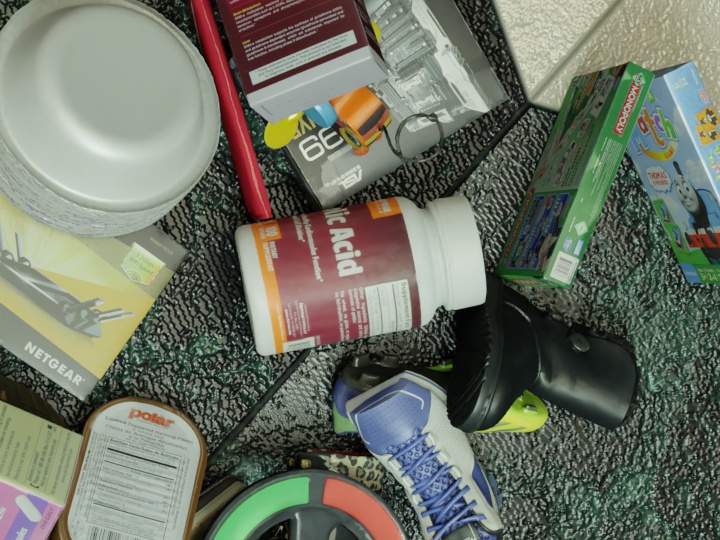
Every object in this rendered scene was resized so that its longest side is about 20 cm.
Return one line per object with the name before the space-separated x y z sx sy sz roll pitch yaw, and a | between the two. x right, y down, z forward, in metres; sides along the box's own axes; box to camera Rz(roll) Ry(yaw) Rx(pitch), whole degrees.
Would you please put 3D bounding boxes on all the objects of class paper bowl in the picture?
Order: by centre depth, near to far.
paper bowl | -0.210 -0.136 1.444 0.201 0.104 0.201 10 66 -24

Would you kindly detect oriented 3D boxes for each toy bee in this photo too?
toy bee | -0.022 -0.137 1.483 0.131 0.109 0.200 -27 71 -4

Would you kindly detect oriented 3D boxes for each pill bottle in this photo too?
pill bottle | 0.000 0.000 1.510 0.200 0.114 0.114 -11 93 -5

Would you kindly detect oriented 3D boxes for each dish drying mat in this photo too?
dish drying mat | -0.113 -0.140 1.513 0.018 0.077 0.200 -16 94 -8

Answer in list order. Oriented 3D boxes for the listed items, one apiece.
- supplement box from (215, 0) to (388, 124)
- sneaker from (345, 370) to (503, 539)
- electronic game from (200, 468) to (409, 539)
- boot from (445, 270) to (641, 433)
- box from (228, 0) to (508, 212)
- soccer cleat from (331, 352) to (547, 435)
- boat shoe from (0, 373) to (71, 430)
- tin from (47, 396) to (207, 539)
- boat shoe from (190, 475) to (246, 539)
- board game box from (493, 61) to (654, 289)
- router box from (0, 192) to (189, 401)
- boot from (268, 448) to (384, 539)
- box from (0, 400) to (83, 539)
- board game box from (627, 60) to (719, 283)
supplement box | -0.062 -0.232 1.421 0.109 0.061 0.200 -20 76 11
sneaker | 0.073 0.185 1.509 0.081 0.115 0.199 -31 121 8
electronic game | -0.046 0.265 1.477 0.200 0.042 0.200 1 89 -21
boot | 0.165 0.094 1.537 0.168 0.200 0.076 26 122 -10
box | 0.006 -0.167 1.555 0.200 0.050 0.158 -31 97 -12
soccer cleat | 0.068 0.124 1.579 0.200 0.065 0.084 8 118 -18
boat shoe | -0.308 0.131 1.480 0.068 0.072 0.200 -38 110 23
tin | -0.187 0.186 1.453 0.112 0.042 0.200 20 42 -11
boat shoe | -0.184 0.233 1.504 0.200 0.072 0.065 -38 67 -18
board game box | 0.186 -0.082 1.558 0.029 0.135 0.200 23 86 -12
router box | -0.270 -0.009 1.488 0.200 0.052 0.157 35 82 -12
boot | -0.070 0.230 1.528 0.203 0.073 0.154 4 90 -22
box | -0.351 0.183 1.409 0.200 0.097 0.176 25 117 -12
board game box | 0.294 -0.083 1.576 0.037 0.151 0.200 -26 96 -11
